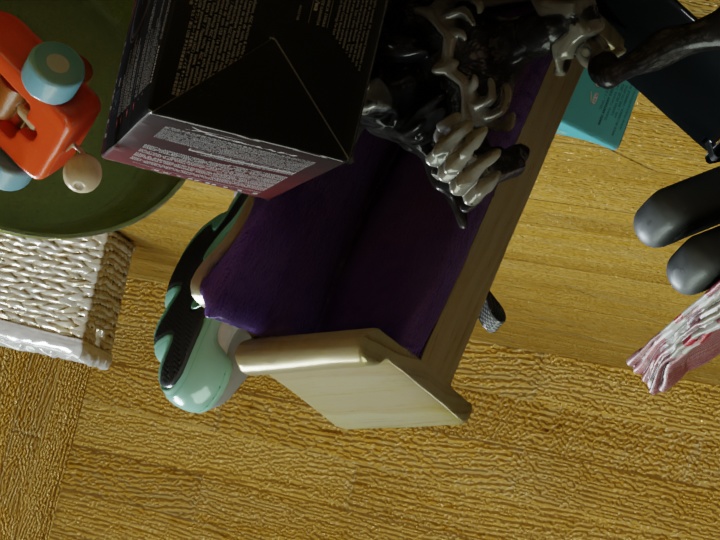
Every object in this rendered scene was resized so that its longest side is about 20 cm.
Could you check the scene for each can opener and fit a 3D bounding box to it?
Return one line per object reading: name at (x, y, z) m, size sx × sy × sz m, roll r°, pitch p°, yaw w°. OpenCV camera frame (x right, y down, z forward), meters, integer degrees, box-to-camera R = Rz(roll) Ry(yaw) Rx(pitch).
can opener at (0.207, -0.043, 1.278) m, size 0.200 × 0.053 × 0.066 m, roll -21°, pitch 159°, yaw -37°

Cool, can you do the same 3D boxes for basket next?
basket at (-0.386, 0.016, 3.288) m, size 0.200 × 0.161 × 0.198 m, roll 12°, pitch 175°, yaw 7°

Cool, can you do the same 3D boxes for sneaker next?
sneaker at (0.000, 0.000, 1.211) m, size 0.140 × 0.200 × 0.078 m, roll 32°, pitch 146°, yaw -16°

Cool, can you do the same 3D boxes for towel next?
towel at (0.218, -0.013, 1.238) m, size 0.144 × 0.023 × 0.200 m, roll -23°, pitch 166°, yaw -32°

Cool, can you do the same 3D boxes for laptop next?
laptop at (0.170, -0.116, 1.171) m, size 0.200 × 0.116 × 0.187 m, roll -13°, pitch 176°, yaw -2°

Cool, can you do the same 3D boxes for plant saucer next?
plant saucer at (-0.171, -0.095, 1.344) m, size 0.200 × 0.200 × 0.031 m, roll 16°, pitch 144°, yaw -23°

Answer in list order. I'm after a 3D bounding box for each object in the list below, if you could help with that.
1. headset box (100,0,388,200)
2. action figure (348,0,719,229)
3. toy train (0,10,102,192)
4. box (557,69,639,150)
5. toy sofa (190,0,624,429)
headset box at (-0.039, -0.110, 1.041) m, size 0.075 × 0.149 × 0.200 m, roll 14°, pitch 174°, yaw -10°
action figure at (0.050, -0.086, 1.027) m, size 0.200 × 0.119 × 0.102 m, roll -22°, pitch 173°, yaw 31°
toy train at (-0.121, -0.129, 1.039) m, size 0.150 × 0.056 × 0.200 m, roll 42°, pitch 137°, yaw 11°
box at (0.047, -0.111, 1.308) m, size 0.082 × 0.049 × 0.200 m, roll 19°, pitch 180°, yaw 39°
toy sofa at (0.021, -0.041, 1.140) m, size 0.083 × 0.200 × 0.098 m, roll -5°, pitch 143°, yaw 49°
